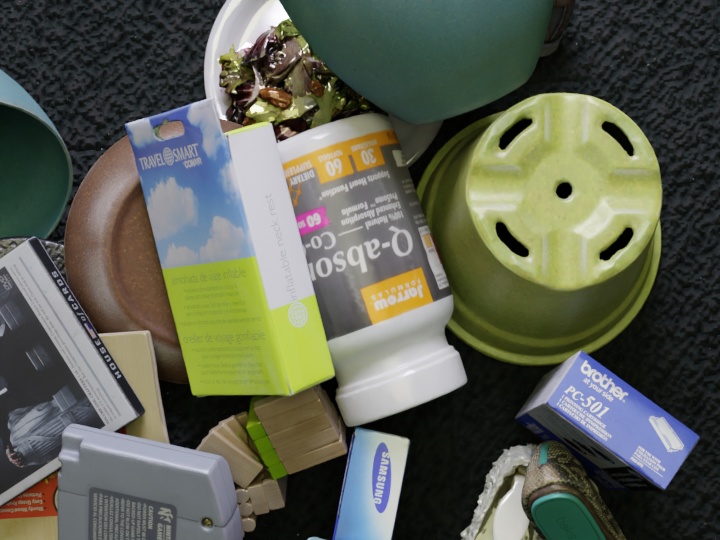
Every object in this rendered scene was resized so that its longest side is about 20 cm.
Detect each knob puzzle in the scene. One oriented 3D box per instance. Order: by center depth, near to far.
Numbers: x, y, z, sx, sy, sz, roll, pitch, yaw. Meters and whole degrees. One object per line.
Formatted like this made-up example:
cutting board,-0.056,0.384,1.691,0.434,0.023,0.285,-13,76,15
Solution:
knob puzzle,-0.224,0.150,1.030,0.216,0.030,0.223,1,96,11

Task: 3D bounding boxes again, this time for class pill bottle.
pill bottle,0.000,0.000,0.979,0.115,0.116,0.202,-20,88,-2

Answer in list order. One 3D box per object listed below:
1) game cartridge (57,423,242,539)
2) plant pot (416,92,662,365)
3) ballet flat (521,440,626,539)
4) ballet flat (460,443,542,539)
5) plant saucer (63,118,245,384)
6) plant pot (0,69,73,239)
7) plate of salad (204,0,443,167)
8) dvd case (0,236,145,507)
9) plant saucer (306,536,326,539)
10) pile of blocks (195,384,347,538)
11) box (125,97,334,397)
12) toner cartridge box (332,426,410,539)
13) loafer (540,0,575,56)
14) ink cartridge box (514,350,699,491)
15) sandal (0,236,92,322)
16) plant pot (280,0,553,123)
game cartridge,-0.149,0.211,0.972,0.131,0.042,0.203,9,114,7
plant pot,0.134,-0.040,0.982,0.197,0.184,0.203,0,82,1
ballet flat,0.171,0.201,0.992,0.067,0.076,0.201,-18,119,20
ballet flat,0.093,0.222,1.005,0.071,0.072,0.203,17,83,3
plant saucer,-0.120,-0.015,1.027,0.197,0.037,0.204,0,92,-14
plant pot,-0.328,-0.092,1.008,0.199,0.201,0.135,-31,58,-4
plate of salad,-0.025,-0.159,1.070,0.197,0.048,0.203,0,82,0
dvd case,-0.276,0.092,1.003,0.199,0.025,0.151,-33,92,12
plant saucer,0.046,0.236,0.945,0.197,0.019,0.071,15,81,-16
pile of blocks,-0.091,0.146,1.000,0.082,0.062,0.200,39,106,-14
box,-0.093,-0.015,0.952,0.047,0.121,0.203,-18,98,-39
toner cartridge box,-0.003,0.218,0.992,0.043,0.095,0.203,11,83,1
loafer,0.071,-0.228,1.055,0.197,0.063,0.073,18,53,-7
ink cartridge box,0.165,0.108,0.951,0.094,0.200,0.044,36,84,6
sandal,-0.209,0.009,1.048,0.197,0.045,0.076,-3,98,-18
plant pot,0.050,-0.179,0.924,0.198,0.200,0.136,-22,105,-2
